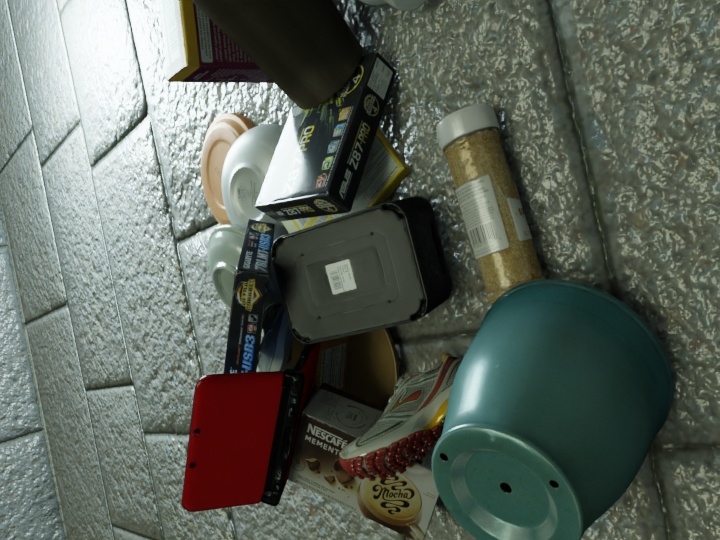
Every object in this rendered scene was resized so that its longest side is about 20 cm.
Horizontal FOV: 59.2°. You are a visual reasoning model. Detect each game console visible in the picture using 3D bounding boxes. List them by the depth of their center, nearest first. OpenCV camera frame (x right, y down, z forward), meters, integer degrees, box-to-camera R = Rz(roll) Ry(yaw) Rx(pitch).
[{"bbox_3d":[-0.135,0.190,0.815,0.115,0.173,0.205,15,114,3],"label":"game console"}]

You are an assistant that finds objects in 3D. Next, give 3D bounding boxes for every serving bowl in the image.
[{"bbox_3d":[-0.151,-0.119,0.975,0.196,0.065,0.207,12,110,36],"label":"serving bowl"}]

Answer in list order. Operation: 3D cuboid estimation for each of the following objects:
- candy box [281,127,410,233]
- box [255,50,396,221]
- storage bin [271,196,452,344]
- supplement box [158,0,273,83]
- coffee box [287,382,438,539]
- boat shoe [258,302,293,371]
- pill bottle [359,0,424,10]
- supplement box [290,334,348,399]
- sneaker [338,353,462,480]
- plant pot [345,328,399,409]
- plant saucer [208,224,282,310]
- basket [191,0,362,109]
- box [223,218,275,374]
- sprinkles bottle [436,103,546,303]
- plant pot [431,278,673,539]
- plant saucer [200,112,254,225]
[{"bbox_3d":[-0.025,-0.100,0.860,0.200,0.026,0.103,-48,67,27],"label":"candy box"},{"bbox_3d":[-0.046,-0.168,0.818,0.159,0.049,0.205,-2,65,50],"label":"box"},{"bbox_3d":[0.000,0.000,0.789,0.195,0.093,0.139,-14,93,29],"label":"storage bin"},{"bbox_3d":[-0.164,-0.332,0.863,0.102,0.195,0.136,5,101,58],"label":"supplement box"},{"bbox_3d":[0.013,0.247,0.826,0.195,0.080,0.116,21,116,13],"label":"coffee box"},{"bbox_3d":[-0.123,0.090,0.965,0.071,0.070,0.204,35,128,20],"label":"boat shoe"},{"bbox_3d":[0.002,-0.383,0.741,0.200,0.109,0.113,45,128,33],"label":"pill bottle"},{"bbox_3d":[-0.064,0.179,0.928,0.066,0.068,0.207,19,110,41],"label":"supplement box"},{"bbox_3d":[0.058,0.174,0.754,0.082,0.197,0.079,47,158,37],"label":"sneaker"},{"bbox_3d":[-0.010,0.130,0.925,0.197,0.027,0.207,14,109,46],"label":"plant pot"},{"bbox_3d":[-0.188,0.025,1.027,0.197,0.050,0.204,28,140,26],"label":"plant saucer"},{"bbox_3d":[-0.097,-0.309,0.766,0.134,0.200,0.183,-28,37,25],"label":"basket"},{"bbox_3d":[-0.154,0.058,0.872,0.201,0.048,0.204,-105,24,-67],"label":"box"},{"bbox_3d":[0.140,-0.071,0.684,0.067,0.067,0.206,-22,82,47],"label":"sprinkles bottle"},{"bbox_3d":[0.162,0.143,0.575,0.196,0.187,0.205,19,126,27],"label":"plant pot"},{"bbox_3d":[-0.227,-0.167,1.101,0.197,0.032,0.207,12,106,47],"label":"plant saucer"}]
